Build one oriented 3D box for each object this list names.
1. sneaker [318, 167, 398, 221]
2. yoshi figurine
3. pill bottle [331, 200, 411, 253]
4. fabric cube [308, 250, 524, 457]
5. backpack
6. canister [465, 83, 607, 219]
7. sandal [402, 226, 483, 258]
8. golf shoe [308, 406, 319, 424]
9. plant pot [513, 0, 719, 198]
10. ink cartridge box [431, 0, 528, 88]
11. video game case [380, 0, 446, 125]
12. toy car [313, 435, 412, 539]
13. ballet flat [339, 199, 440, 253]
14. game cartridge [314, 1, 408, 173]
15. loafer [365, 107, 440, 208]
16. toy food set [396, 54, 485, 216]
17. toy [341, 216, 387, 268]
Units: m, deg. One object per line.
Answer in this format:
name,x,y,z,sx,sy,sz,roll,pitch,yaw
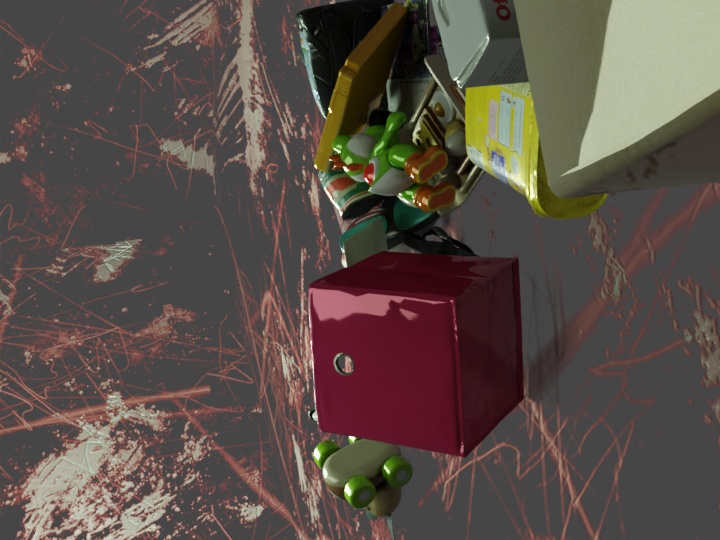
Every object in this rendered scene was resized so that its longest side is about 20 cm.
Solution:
sneaker,0.010,-0.142,1.461,0.094,0.199,0.070,51,125,11
yoshi figurine,0.048,-0.152,1.273,0.199,0.112,0.113,27,97,43
pill bottle,0.020,-0.083,1.580,0.113,0.112,0.201,105,152,-55
fabric cube,0.074,0.094,1.179,0.198,0.200,0.198,5,106,31
backpack,-0.015,-0.332,1.539,0.154,0.162,0.201,-127,24,-75
canister,0.184,-0.155,1.015,0.200,0.086,0.150,-129,34,-64
sandal,0.129,-0.031,1.326,0.200,0.076,0.043,22,89,60
golf shoe,-0.057,0.331,2.107,0.200,0.091,0.073,165,98,-73
plant pot,0.240,-0.173,0.638,0.177,0.199,0.201,-19,79,63
ink cartridge box,0.168,-0.246,0.812,0.083,0.199,0.147,127,133,-68
video game case,0.082,-0.304,1.389,0.200,0.036,0.183,-150,52,-70
toy car,0.017,0.427,1.820,0.164,0.157,0.201,36,144,55
ballet flat,0.061,-0.068,1.450,0.199,0.073,0.074,-26,67,27
game cartridge,-0.001,-0.262,1.363,0.177,0.032,0.201,-56,-10,-38
loafer,0.058,-0.169,1.403,0.200,0.075,0.068,53,179,37
toy food set,0.103,-0.174,1.261,0.144,0.060,0.200,58,158,13
toy,0.000,0.000,1.335,0.200,0.047,0.116,-45,-56,-72
